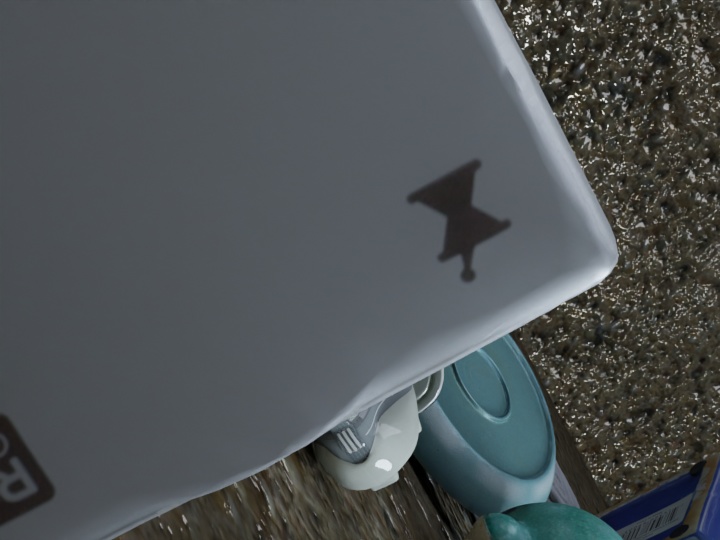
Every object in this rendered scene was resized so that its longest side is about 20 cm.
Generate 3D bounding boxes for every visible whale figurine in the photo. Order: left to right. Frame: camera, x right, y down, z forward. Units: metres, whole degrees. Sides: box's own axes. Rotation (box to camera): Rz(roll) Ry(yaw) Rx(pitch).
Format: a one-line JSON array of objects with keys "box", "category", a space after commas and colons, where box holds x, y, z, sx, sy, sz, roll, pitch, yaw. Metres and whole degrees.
[{"box": [0.124, 0.210, 1.081, 0.160, 0.103, 0.200, 63, 6, -5], "category": "whale figurine"}]

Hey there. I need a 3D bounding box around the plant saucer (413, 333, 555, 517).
[{"box": [0.076, 0.081, 1.249, 0.200, 0.027, 0.201, 40, 31, -30], "category": "plant saucer"}]

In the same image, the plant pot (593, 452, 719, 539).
[{"box": [0.248, 0.260, 1.323, 0.180, 0.199, 0.200, 56, 27, -5], "category": "plant pot"}]

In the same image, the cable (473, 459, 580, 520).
[{"box": [0.100, 0.124, 1.393, 0.201, 0.069, 0.201, 58, 8, -38], "category": "cable"}]

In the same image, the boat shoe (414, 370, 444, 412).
[{"box": [0.000, 0.000, 1.075, 0.201, 0.075, 0.060, 66, 13, 20], "category": "boat shoe"}]

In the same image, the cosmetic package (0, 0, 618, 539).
[{"box": [-0.061, -0.061, 0.422, 0.166, 0.164, 0.200, 60, 6, -18], "category": "cosmetic package"}]

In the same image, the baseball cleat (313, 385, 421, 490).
[{"box": [-0.011, 0.023, 0.915, 0.107, 0.069, 0.200, 60, 6, -29], "category": "baseball cleat"}]
